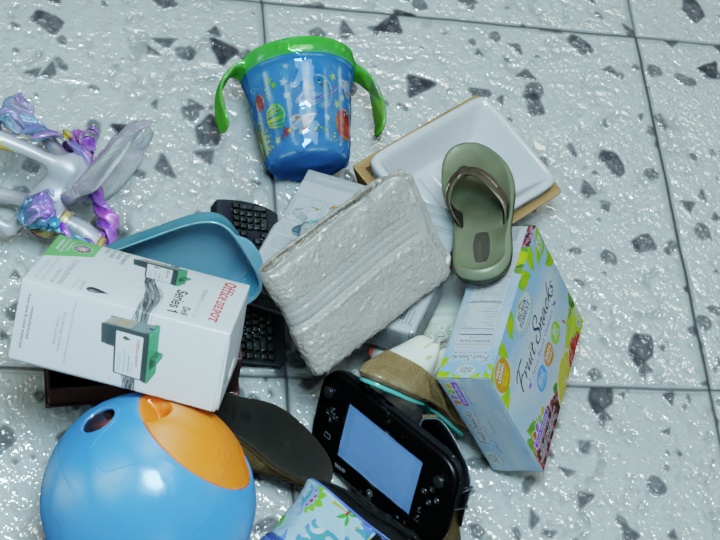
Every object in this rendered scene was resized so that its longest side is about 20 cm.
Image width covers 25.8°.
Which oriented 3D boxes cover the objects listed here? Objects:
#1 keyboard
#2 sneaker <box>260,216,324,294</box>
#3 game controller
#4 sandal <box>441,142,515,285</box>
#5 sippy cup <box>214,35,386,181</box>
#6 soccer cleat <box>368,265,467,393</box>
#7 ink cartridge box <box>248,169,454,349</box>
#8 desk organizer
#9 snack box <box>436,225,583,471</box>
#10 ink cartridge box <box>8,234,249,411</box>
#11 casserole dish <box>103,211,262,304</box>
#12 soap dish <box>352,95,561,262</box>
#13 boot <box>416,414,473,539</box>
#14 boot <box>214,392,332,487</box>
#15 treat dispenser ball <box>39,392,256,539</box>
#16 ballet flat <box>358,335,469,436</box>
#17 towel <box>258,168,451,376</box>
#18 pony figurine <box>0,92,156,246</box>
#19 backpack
[{"bbox_3d":[-0.145,0.011,1.701,0.126,0.021,0.202,3,59,-15],"label":"keyboard"},{"bbox_3d":[-0.025,-0.035,1.637,0.086,0.078,0.200,31,57,29],"label":"sneaker"},{"bbox_3d":[0.024,0.185,1.567,0.042,0.105,0.199,-2,30,-46],"label":"game controller"},{"bbox_3d":[0.124,-0.071,1.656,0.079,0.058,0.202,-16,42,11],"label":"sandal"},{"bbox_3d":[-0.066,-0.175,1.775,0.176,0.140,0.132,-12,71,13],"label":"sippy cup"},{"bbox_3d":[0.081,0.068,1.701,0.077,0.070,0.200,29,52,23],"label":"soccer cleat"},{"bbox_3d":[-0.003,-0.012,1.693,0.198,0.044,0.174,17,52,16],"label":"ink cartridge box"},{"bbox_3d":[-0.220,0.084,1.590,0.198,0.077,0.072,-3,61,-11],"label":"desk organizer"},{"bbox_3d":[0.162,0.082,1.659,0.067,0.169,0.201,-3,48,29],"label":"snack box"},{"bbox_3d":[-0.211,0.047,1.479,0.198,0.085,0.146,14,18,-1],"label":"ink cartridge box"},{"bbox_3d":[-0.193,0.002,1.610,0.198,0.122,0.039,-20,37,14],"label":"casserole dish"},{"bbox_3d":[0.107,-0.095,1.799,0.199,0.081,0.158,-31,73,-29],"label":"soap dish"},{"bbox_3d":[0.073,0.244,1.581,0.074,0.097,0.202,-7,62,-20],"label":"boot"},{"bbox_3d":[-0.122,0.174,1.591,0.199,0.076,0.074,28,35,-16],"label":"boot"},{"bbox_3d":[-0.196,0.214,1.459,0.198,0.201,0.203,7,59,-12],"label":"treat dispenser ball"},{"bbox_3d":[0.069,0.110,1.614,0.067,0.199,0.073,25,85,41],"label":"ballet flat"},{"bbox_3d":[0.000,0.000,1.576,0.199,0.034,0.133,-38,115,-24],"label":"towel"},{"bbox_3d":[-0.308,-0.097,1.657,0.199,0.167,0.194,31,89,-1],"label":"pony figurine"},{"bbox_3d":[-0.003,0.299,1.480,0.199,0.183,0.147,37,78,18],"label":"backpack"}]
